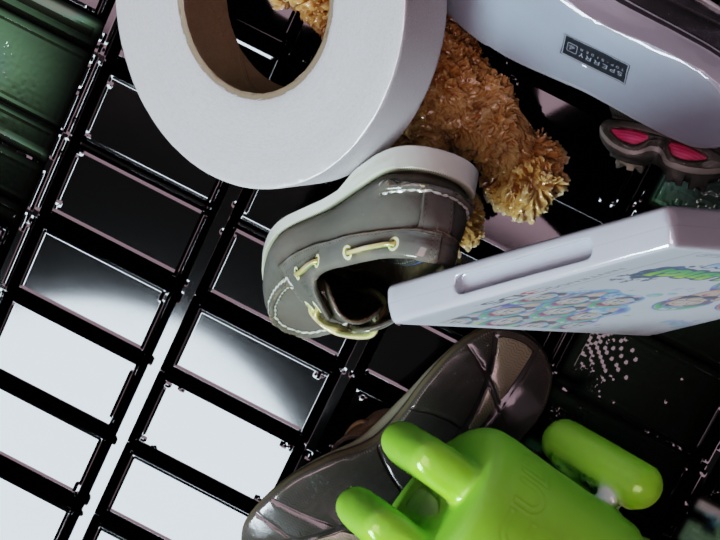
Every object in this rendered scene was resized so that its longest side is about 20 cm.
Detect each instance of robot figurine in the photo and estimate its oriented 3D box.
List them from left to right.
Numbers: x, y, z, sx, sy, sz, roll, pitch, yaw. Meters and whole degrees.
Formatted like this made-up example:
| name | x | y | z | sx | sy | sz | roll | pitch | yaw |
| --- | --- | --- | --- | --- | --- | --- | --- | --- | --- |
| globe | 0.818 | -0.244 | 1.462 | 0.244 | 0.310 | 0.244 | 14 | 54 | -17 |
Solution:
| name | x | y | z | sx | sy | sz | roll | pitch | yaw |
| --- | --- | --- | --- | --- | --- | --- | --- | --- | --- |
| robot figurine | 0.084 | 0.161 | 1.334 | 0.200 | 0.116 | 0.176 | 36 | 84 | -16 |

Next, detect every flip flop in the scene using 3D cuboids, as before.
| name | x | y | z | sx | sy | sz | roll | pitch | yaw |
| --- | --- | --- | --- | --- | --- | --- | --- | --- | --- |
| flip flop | 0.021 | 0.103 | 1.403 | 0.200 | 0.058 | 0.081 | -44 | 103 | 3 |

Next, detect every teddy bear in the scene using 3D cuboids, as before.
| name | x | y | z | sx | sy | sz | roll | pitch | yaw |
| --- | --- | --- | --- | --- | --- | --- | --- | --- | --- |
| teddy bear | 0.030 | -0.101 | 1.333 | 0.145 | 0.067 | 0.200 | -9 | 104 | 12 |

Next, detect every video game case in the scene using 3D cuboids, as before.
| name | x | y | z | sx | sy | sz | roll | pitch | yaw |
| --- | --- | --- | --- | --- | --- | --- | --- | --- | --- |
| video game case | 0.146 | 0.003 | 1.244 | 0.182 | 0.200 | 0.024 | -17 | 75 | 44 |

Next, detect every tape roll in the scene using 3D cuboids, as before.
| name | x | y | z | sx | sy | sz | roll | pitch | yaw |
| --- | --- | --- | --- | --- | --- | --- | --- | --- | --- |
| tape roll | -0.044 | -0.142 | 1.295 | 0.203 | 0.037 | 0.203 | 7 | 100 | 40 |

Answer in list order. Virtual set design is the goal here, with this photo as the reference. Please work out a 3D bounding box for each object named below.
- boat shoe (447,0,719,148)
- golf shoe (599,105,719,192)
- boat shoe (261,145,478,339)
| name | x | y | z | sx | sy | sz | roll | pitch | yaw |
| --- | --- | --- | --- | --- | --- | --- | --- | --- | --- |
| boat shoe | 0.117 | -0.138 | 1.267 | 0.199 | 0.068 | 0.074 | 29 | 142 | 17 |
| golf shoe | 0.225 | -0.072 | 1.297 | 0.200 | 0.077 | 0.088 | 17 | 101 | 6 |
| boat shoe | -0.003 | -0.001 | 1.318 | 0.072 | 0.060 | 0.202 | 16 | 154 | -19 |
